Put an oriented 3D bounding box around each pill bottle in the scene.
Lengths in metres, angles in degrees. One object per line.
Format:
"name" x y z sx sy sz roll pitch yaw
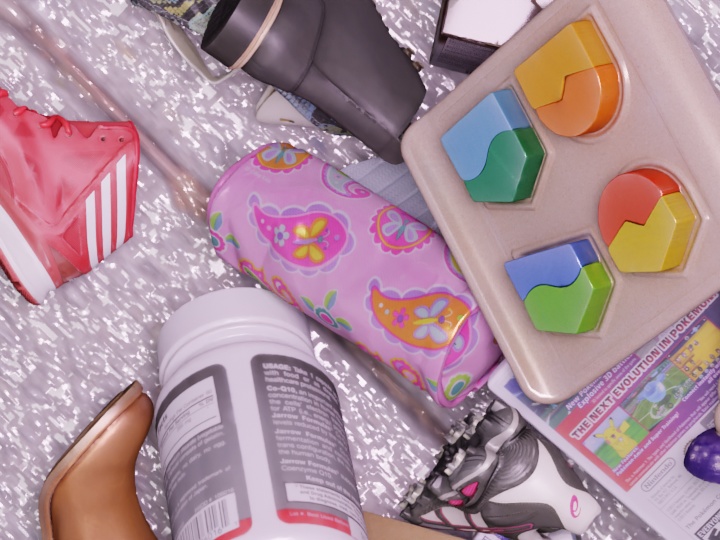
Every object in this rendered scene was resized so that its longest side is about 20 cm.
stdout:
"pill bottle" -0.062 0.116 1.681 0.114 0.114 0.200 -12 49 -1

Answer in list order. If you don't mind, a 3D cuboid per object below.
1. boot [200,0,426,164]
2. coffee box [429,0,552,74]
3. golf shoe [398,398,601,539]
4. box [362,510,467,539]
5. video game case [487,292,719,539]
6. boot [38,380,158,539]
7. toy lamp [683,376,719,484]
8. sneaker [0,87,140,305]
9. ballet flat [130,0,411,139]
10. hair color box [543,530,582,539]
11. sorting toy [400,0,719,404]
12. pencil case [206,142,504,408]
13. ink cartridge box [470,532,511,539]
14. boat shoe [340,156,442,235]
"boot" -0.007 -0.162 1.724 0.138 0.077 0.200 34 50 -13
"coffee box" 0.093 -0.176 1.686 0.080 0.200 0.113 14 89 0
"golf shoe" 0.079 0.134 1.681 0.088 0.200 0.077 35 80 -3
"box" -0.009 0.217 1.670 0.200 0.021 0.164 13 60 31
"video game case" 0.203 0.053 1.604 0.182 0.023 0.200 41 111 -5
"boot" -0.134 0.183 1.738 0.155 0.077 0.200 29 92 2
"toy lamp" 0.210 0.018 1.548 0.058 0.058 0.201 3 108 0
"sneaker" -0.208 -0.090 1.755 0.115 0.078 0.200 -30 102 -9
"ballet flat" -0.060 -0.132 1.759 0.200 0.074 0.074 40 89 2
"hair color box" 0.052 0.235 1.709 0.200 0.061 0.099 -21 77 8
"sorting toy" 0.118 -0.046 1.550 0.200 0.036 0.185 -38 73 40
"pencil case" 0.000 0.000 1.686 0.200 0.087 0.088 32 89 27
"ink cartridge box" 0.056 0.263 1.761 0.095 0.037 0.200 36 91 1
"boat shoe" 0.047 -0.047 1.749 0.200 0.062 0.072 -28 72 17
